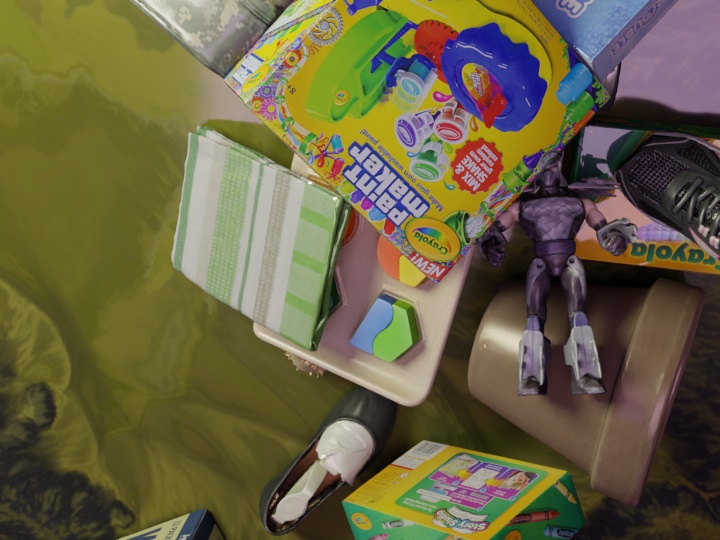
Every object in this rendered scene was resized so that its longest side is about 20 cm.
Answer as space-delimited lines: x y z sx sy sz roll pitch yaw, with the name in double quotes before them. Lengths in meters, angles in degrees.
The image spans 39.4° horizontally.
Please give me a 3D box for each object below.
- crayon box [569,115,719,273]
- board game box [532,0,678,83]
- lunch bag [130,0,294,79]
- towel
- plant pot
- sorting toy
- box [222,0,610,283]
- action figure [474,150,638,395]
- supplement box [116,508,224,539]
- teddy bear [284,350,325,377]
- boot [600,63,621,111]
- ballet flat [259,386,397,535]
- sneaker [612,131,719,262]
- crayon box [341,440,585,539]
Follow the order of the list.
"crayon box" 0.284 -0.065 0.885 0.199 0.058 0.120 6 109 5
"board game box" 0.177 -0.278 0.766 0.200 0.043 0.199 -47 65 4
"lunch bag" -0.112 -0.270 0.819 0.200 0.139 0.168 42 98 15
"towel" -0.094 -0.032 0.914 0.199 0.031 0.150 28 116 35
"plant pot" 0.196 0.087 0.906 0.174 0.200 0.201 18 111 21
"sorting toy" 0.000 0.000 0.894 0.184 0.036 0.201 23 107 19
"box" 0.039 -0.137 0.754 0.200 0.122 0.193 41 93 -23
"action figure" 0.157 -0.001 0.804 0.129 0.069 0.201 -5 84 17
"supplement box" -0.220 0.399 1.076 0.199 0.134 0.201 -22 105 14
"teddy bear" -0.018 0.015 0.962 0.145 0.067 0.201 35 112 12
"boot" 0.146 -0.237 0.847 0.153 0.074 0.205 2 108 10
"ballet flat" -0.033 0.201 1.019 0.068 0.068 0.200 37 109 -5
"sneaker" 0.301 -0.041 0.806 0.199 0.086 0.081 29 108 -2
"crayon box" 0.091 0.224 0.931 0.199 0.118 0.059 1 115 53
